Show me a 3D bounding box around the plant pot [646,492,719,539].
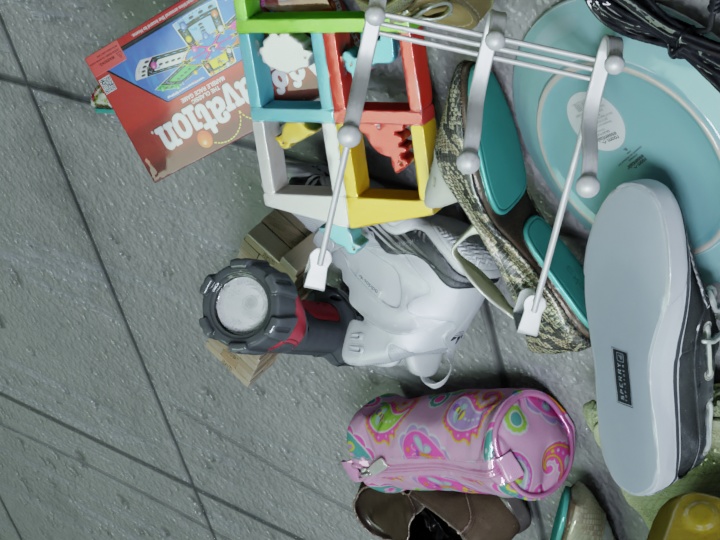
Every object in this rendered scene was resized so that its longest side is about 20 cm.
[{"bbox_3d":[0.239,0.246,0.997,0.195,0.194,0.200,13,143,23],"label":"plant pot"}]

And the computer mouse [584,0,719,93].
[{"bbox_3d":[0.172,-0.183,0.822,0.140,0.046,0.200,35,151,28],"label":"computer mouse"}]

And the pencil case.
[{"bbox_3d":[0.070,0.133,1.247,0.200,0.087,0.087,-8,118,53],"label":"pencil case"}]

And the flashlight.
[{"bbox_3d":[-0.048,0.030,1.203,0.068,0.068,0.200,27,-173,19],"label":"flashlight"}]

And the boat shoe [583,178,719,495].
[{"bbox_3d":[0.183,0.037,0.977,0.074,0.068,0.200,18,121,54],"label":"boat shoe"}]

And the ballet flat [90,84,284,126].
[{"bbox_3d":[-0.125,-0.141,1.223,0.200,0.076,0.064,10,101,40],"label":"ballet flat"}]

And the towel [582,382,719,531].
[{"bbox_3d":[0.246,0.135,1.056,0.200,0.036,0.148,-12,120,48],"label":"towel"}]

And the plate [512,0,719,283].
[{"bbox_3d":[0.165,-0.069,0.966,0.200,0.026,0.200,32,146,25],"label":"plate"}]

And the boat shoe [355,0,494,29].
[{"bbox_3d":[0.000,-0.171,0.929,0.073,0.063,0.201,1,166,41],"label":"boat shoe"}]

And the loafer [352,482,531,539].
[{"bbox_3d":[0.051,0.203,1.357,0.200,0.071,0.073,-12,115,55],"label":"loafer"}]

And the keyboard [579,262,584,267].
[{"bbox_3d":[0.206,0.073,1.074,0.056,0.011,0.200,0,129,57],"label":"keyboard"}]

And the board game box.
[{"bbox_3d":[-0.093,-0.143,1.126,0.200,0.019,0.103,-24,100,33],"label":"board game box"}]

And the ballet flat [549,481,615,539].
[{"bbox_3d":[0.169,0.224,1.262,0.062,0.068,0.200,13,146,4],"label":"ballet flat"}]

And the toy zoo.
[{"bbox_3d":[-0.014,-0.106,1.072,0.131,0.020,0.200,4,114,29],"label":"toy zoo"}]

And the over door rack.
[{"bbox_3d":[0.056,-0.051,0.934,0.148,0.067,0.200,12,122,-3],"label":"over door rack"}]

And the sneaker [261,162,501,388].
[{"bbox_3d":[0.000,0.000,1.153,0.200,0.075,0.115,26,104,27],"label":"sneaker"}]

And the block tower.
[{"bbox_3d":[-0.074,0.018,1.328,0.058,0.054,0.200,42,148,9],"label":"block tower"}]

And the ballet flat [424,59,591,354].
[{"bbox_3d":[0.084,-0.031,1.033,0.075,0.068,0.200,-20,105,34],"label":"ballet flat"}]
